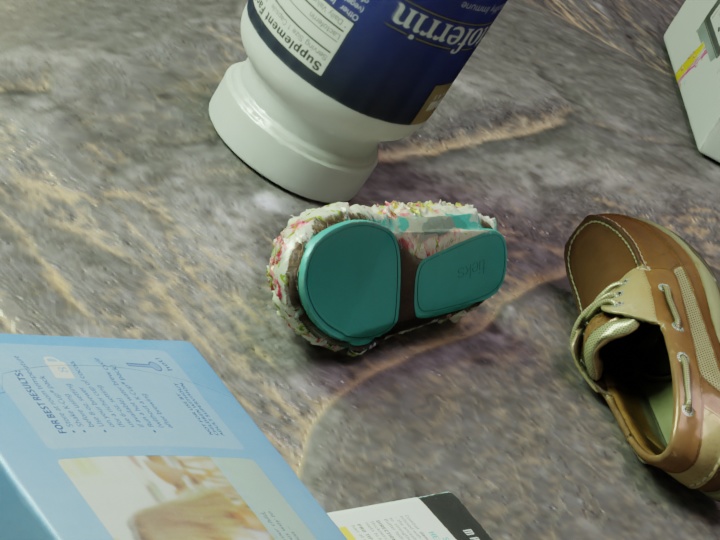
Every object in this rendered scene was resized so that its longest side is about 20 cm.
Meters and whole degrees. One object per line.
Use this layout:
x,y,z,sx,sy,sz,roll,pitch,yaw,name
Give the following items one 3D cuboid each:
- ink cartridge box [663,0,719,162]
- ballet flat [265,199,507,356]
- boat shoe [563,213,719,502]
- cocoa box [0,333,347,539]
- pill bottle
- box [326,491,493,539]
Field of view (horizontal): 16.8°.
0.328,-0.154,1.761,0.146,0.146,0.200,27,25,-15,ink cartridge box
0.000,0.000,1.179,0.064,0.076,0.200,11,6,31,ballet flat
0.150,0.036,1.274,0.074,0.076,0.200,14,30,-31,boat shoe
-0.074,0.130,0.738,0.133,0.131,0.200,5,36,-51,cocoa box
0.008,-0.140,1.265,0.115,0.200,0.116,27,26,-14,pill bottle
-0.009,0.137,0.911,0.082,0.049,0.200,47,27,26,box
